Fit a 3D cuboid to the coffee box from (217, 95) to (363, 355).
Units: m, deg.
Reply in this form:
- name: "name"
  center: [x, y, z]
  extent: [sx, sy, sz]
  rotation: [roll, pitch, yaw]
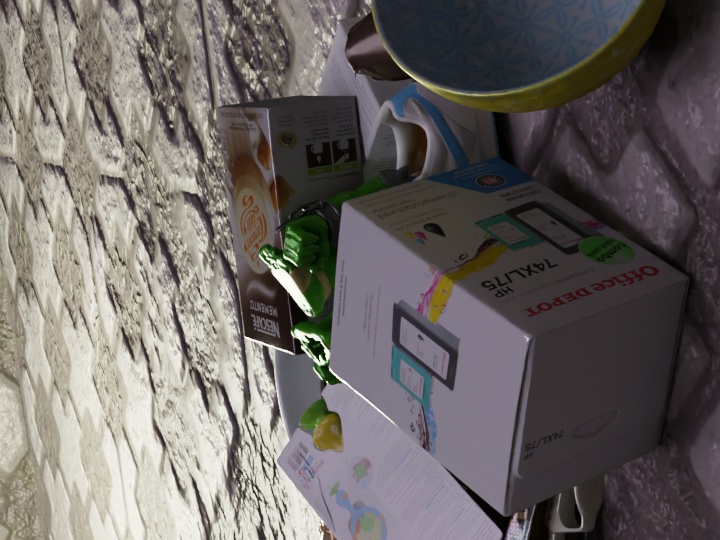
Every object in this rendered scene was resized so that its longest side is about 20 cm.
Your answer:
- name: "coffee box"
  center: [-0.051, -0.040, 1.418]
  extent: [0.114, 0.080, 0.200]
  rotation: [11, 110, 64]

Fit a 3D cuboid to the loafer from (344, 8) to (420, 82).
- name: "loafer"
  center: [0.034, -0.173, 1.248]
  extent: [0.200, 0.071, 0.073]
  rotation: [-22, -79, -74]

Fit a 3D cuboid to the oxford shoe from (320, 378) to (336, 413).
- name: "oxford shoe"
  center: [0.014, 0.064, 1.458]
  extent: [0.084, 0.073, 0.200]
  rotation: [124, 159, -52]

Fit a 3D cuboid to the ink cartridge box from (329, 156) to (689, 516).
- name: "ink cartridge box"
  center: [0.098, 0.040, 1.187]
  extent: [0.200, 0.147, 0.146]
  rotation: [37, 133, 42]

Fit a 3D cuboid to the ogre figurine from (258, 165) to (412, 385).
- name: "ogre figurine"
  center: [0.000, 0.000, 1.298]
  extent: [0.098, 0.120, 0.200]
  rotation: [30, 153, 46]

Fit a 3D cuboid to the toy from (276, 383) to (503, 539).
- name: "toy"
  center: [0.028, 0.176, 1.360]
  extent: [0.200, 0.047, 0.115]
  rotation: [46, 115, 27]

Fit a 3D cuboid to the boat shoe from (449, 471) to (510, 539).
- name: "boat shoe"
  center: [0.103, 0.210, 1.420]
  extent: [0.075, 0.075, 0.202]
  rotation: [53, 171, -33]

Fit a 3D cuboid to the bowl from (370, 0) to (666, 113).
- name: "bowl"
  center: [0.118, -0.179, 1.111]
  extent: [0.108, 0.200, 0.200]
  rotation: [38, -158, -55]

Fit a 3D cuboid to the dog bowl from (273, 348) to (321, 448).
- name: "dog bowl"
  center: [-0.009, 0.114, 1.605]
  extent: [0.200, 0.079, 0.201]
  rotation: [170, 90, -68]

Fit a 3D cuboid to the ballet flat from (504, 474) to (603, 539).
- name: "ballet flat"
  center: [0.147, 0.189, 1.274]
  extent: [0.071, 0.069, 0.200]
  rotation: [27, 114, 59]

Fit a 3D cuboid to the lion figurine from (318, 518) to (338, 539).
- name: "lion figurine"
  center: [0.014, 0.235, 1.487]
  extent: [0.073, 0.122, 0.200]
  rotation: [-64, 3, -7]

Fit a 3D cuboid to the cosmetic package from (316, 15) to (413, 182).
- name: "cosmetic package"
  center: [0.012, -0.110, 1.451]
  extent: [0.200, 0.085, 0.108]
  rotation: [111, 142, -53]

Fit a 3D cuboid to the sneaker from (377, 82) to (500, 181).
- name: "sneaker"
  center: [0.072, -0.050, 1.332]
  extent: [0.076, 0.081, 0.200]
  rotation: [-4, 105, 66]
